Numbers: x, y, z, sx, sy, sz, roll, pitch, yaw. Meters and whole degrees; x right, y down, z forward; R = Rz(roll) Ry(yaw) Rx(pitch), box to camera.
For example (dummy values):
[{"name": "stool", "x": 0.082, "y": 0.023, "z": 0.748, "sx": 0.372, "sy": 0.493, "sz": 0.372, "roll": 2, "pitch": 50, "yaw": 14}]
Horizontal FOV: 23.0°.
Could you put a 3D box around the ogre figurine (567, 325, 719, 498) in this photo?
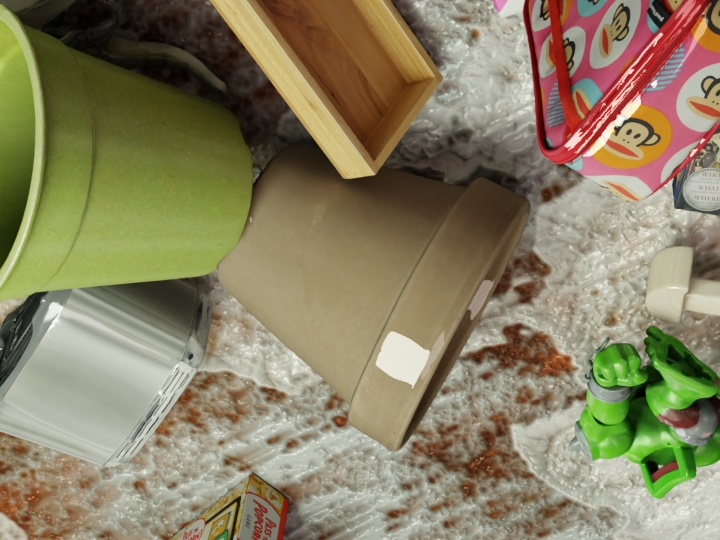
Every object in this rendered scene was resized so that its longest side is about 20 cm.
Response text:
[{"name": "ogre figurine", "x": 0.237, "y": 0.103, "z": 1.328, "sx": 0.199, "sy": 0.098, "sz": 0.120, "roll": -12, "pitch": 147, "yaw": -43}]

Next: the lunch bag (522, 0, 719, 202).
[{"name": "lunch bag", "x": 0.154, "y": -0.138, "z": 0.983, "sx": 0.082, "sy": 0.200, "sz": 0.176, "roll": 24, "pitch": 126, "yaw": -18}]

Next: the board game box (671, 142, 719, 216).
[{"name": "board game box", "x": 0.328, "y": -0.090, "z": 1.222, "sx": 0.199, "sy": 0.035, "sz": 0.136, "roll": 9, "pitch": 126, "yaw": 0}]

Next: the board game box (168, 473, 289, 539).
[{"name": "board game box", "x": -0.133, "y": 0.280, "z": 1.438, "sx": 0.046, "sy": 0.200, "sz": 0.151, "roll": 38, "pitch": 122, "yaw": -21}]

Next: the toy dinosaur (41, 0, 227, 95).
[{"name": "toy dinosaur", "x": -0.194, "y": -0.161, "z": 1.225, "sx": 0.199, "sy": 0.048, "sz": 0.088, "roll": -1, "pitch": 130, "yaw": 3}]

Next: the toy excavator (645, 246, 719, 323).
[{"name": "toy excavator", "x": 0.321, "y": 0.013, "z": 1.233, "sx": 0.194, "sy": 0.100, "sz": 0.200, "roll": 20, "pitch": 151, "yaw": -13}]

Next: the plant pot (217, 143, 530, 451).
[{"name": "plant pot", "x": 0.000, "y": 0.000, "z": 1.249, "sx": 0.174, "sy": 0.200, "sz": 0.201, "roll": 28, "pitch": 126, "yaw": 8}]

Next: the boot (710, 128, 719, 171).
[{"name": "boot", "x": 0.286, "y": -0.159, "z": 1.117, "sx": 0.203, "sy": 0.073, "sz": 0.154, "roll": -22, "pitch": 92, "yaw": 25}]

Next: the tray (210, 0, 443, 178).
[{"name": "tray", "x": -0.032, "y": -0.168, "z": 1.165, "sx": 0.037, "sy": 0.099, "sz": 0.200, "roll": -6, "pitch": 131, "yaw": 48}]

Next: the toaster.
[{"name": "toaster", "x": -0.198, "y": 0.055, "z": 1.339, "sx": 0.129, "sy": 0.114, "sz": 0.200, "roll": 27, "pitch": 122, "yaw": -18}]

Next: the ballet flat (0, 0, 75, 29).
[{"name": "ballet flat", "x": -0.195, "y": -0.210, "z": 1.156, "sx": 0.199, "sy": 0.068, "sz": 0.064, "roll": -26, "pitch": 163, "yaw": 9}]

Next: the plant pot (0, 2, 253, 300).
[{"name": "plant pot", "x": -0.180, "y": -0.064, "z": 1.172, "sx": 0.189, "sy": 0.200, "sz": 0.200, "roll": 5, "pitch": 135, "yaw": -41}]

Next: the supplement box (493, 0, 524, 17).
[{"name": "supplement box", "x": 0.161, "y": -0.249, "z": 1.085, "sx": 0.199, "sy": 0.104, "sz": 0.101, "roll": -17, "pitch": 124, "yaw": 19}]
